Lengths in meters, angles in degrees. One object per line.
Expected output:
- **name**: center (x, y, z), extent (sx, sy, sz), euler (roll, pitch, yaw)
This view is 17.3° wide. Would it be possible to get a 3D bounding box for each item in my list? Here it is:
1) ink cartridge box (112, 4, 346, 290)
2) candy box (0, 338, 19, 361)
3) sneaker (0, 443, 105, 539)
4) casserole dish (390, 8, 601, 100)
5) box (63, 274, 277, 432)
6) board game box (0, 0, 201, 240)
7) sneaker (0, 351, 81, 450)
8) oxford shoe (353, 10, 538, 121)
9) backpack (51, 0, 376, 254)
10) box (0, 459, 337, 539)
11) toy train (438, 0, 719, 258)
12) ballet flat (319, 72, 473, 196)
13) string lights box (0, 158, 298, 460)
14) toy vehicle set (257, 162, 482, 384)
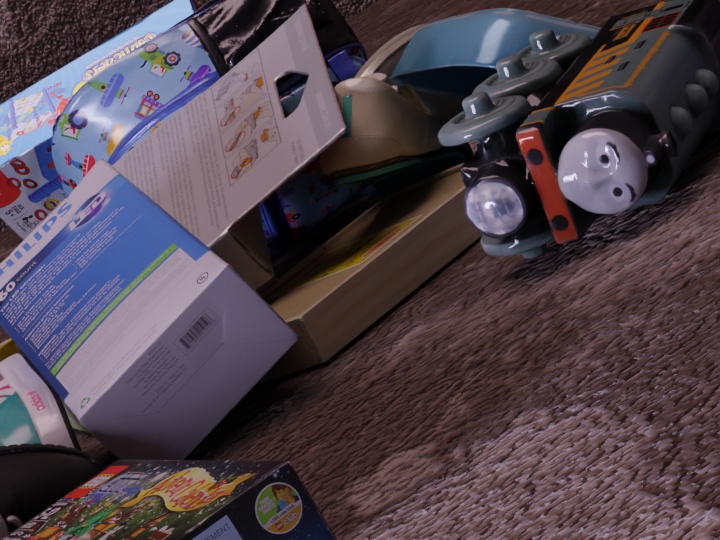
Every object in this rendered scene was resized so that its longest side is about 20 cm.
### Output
- **ink cartridge box**: center (-0.074, -0.051, 1.349), extent (0.174, 0.044, 0.200), euler (-38, 25, 11)
- **candy box**: center (-0.320, 0.110, 1.722), extent (0.102, 0.026, 0.200), euler (-31, 9, 19)
- **sneaker**: center (-0.192, 0.140, 1.045), extent (0.200, 0.074, 0.089), euler (-17, 37, -24)
- **casserole dish**: center (0.093, -0.118, 1.354), extent (0.121, 0.039, 0.200), euler (11, -3, -17)
- **box**: center (-0.135, 0.043, 1.460), extent (0.144, 0.036, 0.200), euler (-34, 8, -15)
- **board game box**: center (-0.153, -0.077, 1.696), extent (0.196, 0.200, 0.056), euler (-30, 52, 9)
- **sneaker**: center (-0.211, 0.106, 1.238), extent (0.121, 0.084, 0.200), euler (-23, 9, -12)
- **oxford shoe**: center (0.066, -0.118, 1.485), extent (0.058, 0.075, 0.200), euler (28, 35, 36)
- **backpack**: center (-0.091, -0.084, 1.533), extent (0.200, 0.135, 0.183), euler (-31, -24, -12)
- **box**: center (-0.108, 0.125, 0.920), extent (0.137, 0.038, 0.200), euler (-35, 10, -23)
- **toy train**: center (0.116, -0.073, 1.143), extent (0.114, 0.085, 0.200), euler (-15, 16, 27)
- **ballet flat**: center (0.020, -0.081, 1.375), extent (0.069, 0.070, 0.200), euler (-29, -7, 10)
- **string lights box**: center (-0.119, 0.021, 1.197), extent (0.103, 0.059, 0.200), euler (-46, 29, -4)
- **toy vehicle set**: center (0.000, 0.000, 1.276), extent (0.200, 0.027, 0.124), euler (-38, 12, -38)
